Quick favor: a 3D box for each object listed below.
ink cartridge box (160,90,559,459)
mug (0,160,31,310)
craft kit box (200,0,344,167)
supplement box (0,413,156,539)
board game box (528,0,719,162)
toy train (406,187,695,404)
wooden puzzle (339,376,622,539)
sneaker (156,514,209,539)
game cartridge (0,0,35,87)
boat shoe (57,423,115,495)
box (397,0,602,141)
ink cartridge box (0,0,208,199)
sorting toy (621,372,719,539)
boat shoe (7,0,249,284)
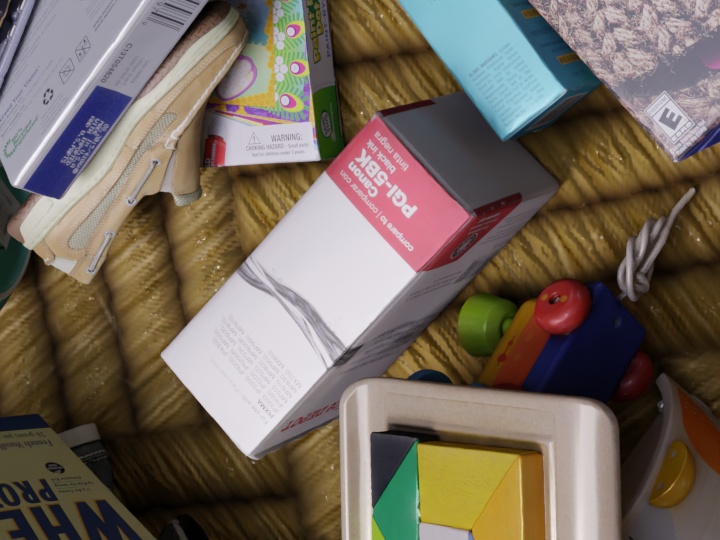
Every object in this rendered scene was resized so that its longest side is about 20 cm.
[{"bbox_3d":[0.000,0.000,1.391,0.083,0.147,0.200,47,113,10],"label":"ink cartridge box"},{"bbox_3d":[-0.273,-0.026,1.483,0.114,0.185,0.153,6,111,18],"label":"mug"},{"bbox_3d":[-0.115,-0.159,1.470,0.199,0.048,0.198,-3,95,24],"label":"craft kit box"},{"bbox_3d":[-0.218,0.224,1.433,0.200,0.134,0.200,40,121,38],"label":"supplement box"},{"bbox_3d":[0.170,-0.187,1.312,0.200,0.097,0.159,48,113,8],"label":"board game box"},{"bbox_3d":[0.105,0.032,1.395,0.116,0.085,0.200,10,62,48],"label":"toy train"},{"bbox_3d":[0.056,0.154,1.302,0.200,0.037,0.186,2,94,49],"label":"wooden puzzle"},{"bbox_3d":[-0.144,0.204,1.541,0.200,0.075,0.116,6,60,48],"label":"sneaker"},{"bbox_3d":[-0.230,-0.188,1.439,0.133,0.041,0.201,27,96,45],"label":"game cartridge"},{"bbox_3d":[-0.241,0.165,1.567,0.200,0.073,0.062,-28,84,20],"label":"boat shoe"},{"bbox_3d":[0.051,-0.169,1.375,0.049,0.082,0.200,-38,84,23],"label":"box"},{"bbox_3d":[-0.164,-0.176,1.419,0.200,0.041,0.200,-50,46,23],"label":"ink cartridge box"},{"bbox_3d":[0.189,0.193,1.356,0.180,0.107,0.200,37,86,-13],"label":"sorting toy"},{"bbox_3d":[-0.120,-0.071,1.436,0.076,0.072,0.200,41,119,-8],"label":"boat shoe"}]
